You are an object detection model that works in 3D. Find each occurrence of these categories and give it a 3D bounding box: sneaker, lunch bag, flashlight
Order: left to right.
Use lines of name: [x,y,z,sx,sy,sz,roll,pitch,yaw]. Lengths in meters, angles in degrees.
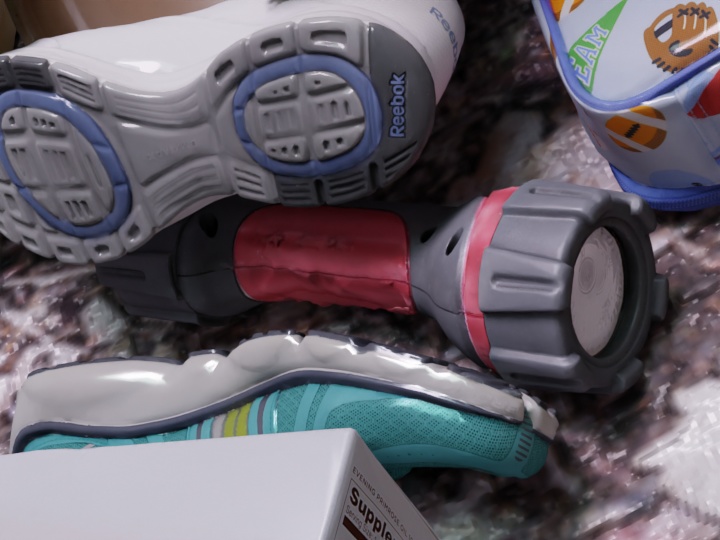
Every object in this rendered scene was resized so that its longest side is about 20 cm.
sneaker: [-0.053,-0.054,0.845,0.199,0.075,0.087,-4,23,28]
sneaker: [-0.026,0.068,0.799,0.199,0.077,0.080,-11,66,33]
flashlight: [0.000,0.000,0.830,0.199,0.068,0.068,5,63,36]
lunch bag: [0.149,-0.119,0.830,0.199,0.076,0.161,-26,43,12]

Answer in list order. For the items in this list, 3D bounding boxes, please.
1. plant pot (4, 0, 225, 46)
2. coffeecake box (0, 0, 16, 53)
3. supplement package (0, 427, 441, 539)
plant pot: [-0.039,-0.141,0.932,0.200,0.202,0.093,6,16,37]
coffeecake box: [-0.245,-0.131,1.110,0.199,0.073,0.154,-17,46,21]
supplement package: [-0.072,0.169,0.663,0.190,0.147,0.201,-6,49,30]
